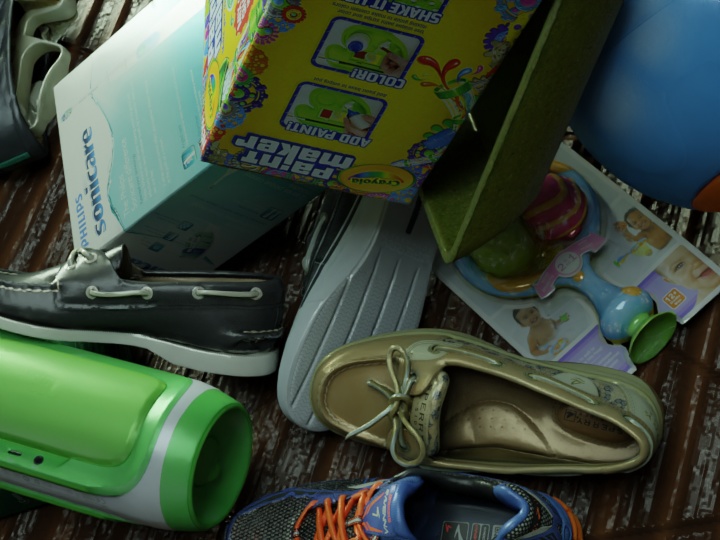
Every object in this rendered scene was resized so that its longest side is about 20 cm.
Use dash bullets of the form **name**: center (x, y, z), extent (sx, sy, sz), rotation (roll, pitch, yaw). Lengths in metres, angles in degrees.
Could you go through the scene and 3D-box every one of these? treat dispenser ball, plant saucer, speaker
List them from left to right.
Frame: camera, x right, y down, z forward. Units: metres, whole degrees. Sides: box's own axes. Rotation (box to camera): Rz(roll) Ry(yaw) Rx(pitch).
- **speaker**: center (-0.165, 0.087, 0.909), extent (0.200, 0.088, 0.088), rotation (13, 68, 22)
- **plant saucer**: center (0.079, -0.133, 0.845), extent (0.048, 0.200, 0.200), rotation (9, 33, -19)
- **treat dispenser ball**: center (0.201, -0.132, 0.875), extent (0.201, 0.201, 0.201), rotation (-8, 61, 15)

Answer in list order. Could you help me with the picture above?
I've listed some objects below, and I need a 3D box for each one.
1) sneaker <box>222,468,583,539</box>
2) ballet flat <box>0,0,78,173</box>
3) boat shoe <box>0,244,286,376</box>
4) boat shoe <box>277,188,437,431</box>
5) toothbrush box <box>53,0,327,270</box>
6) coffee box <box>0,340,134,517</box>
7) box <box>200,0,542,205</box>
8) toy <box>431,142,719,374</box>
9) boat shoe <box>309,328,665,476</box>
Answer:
- **sneaker**: center (0.017, 0.137, 0.871), extent (0.200, 0.078, 0.075), rotation (-8, 61, 15)
- **ballet flat**: center (-0.232, -0.162, 1.123), extent (0.073, 0.073, 0.200), rotation (-4, 69, 18)
- **boat shoe**: center (-0.142, 0.014, 0.940), extent (0.200, 0.074, 0.060), rotation (11, 101, 7)
- **boat shoe**: center (0.000, 0.000, 0.960), extent (0.071, 0.072, 0.200), rotation (14, 77, 59)
- **toothbrush box**: center (-0.091, -0.097, 0.986), extent (0.200, 0.085, 0.146), rotation (-34, 54, 29)
- **coffee box**: center (-0.237, 0.094, 1.002), extent (0.200, 0.044, 0.123), rotation (-20, 60, 8)
- **box**: center (0.003, -0.176, 0.821), extent (0.122, 0.193, 0.200), rotation (10, 52, -18)
- **toy**: center (0.105, -0.022, 0.941), extent (0.115, 0.047, 0.200), rotation (-42, 59, -6)
- **boat shoe**: center (0.064, 0.075, 0.875), extent (0.200, 0.063, 0.073), rotation (3, 99, 15)
